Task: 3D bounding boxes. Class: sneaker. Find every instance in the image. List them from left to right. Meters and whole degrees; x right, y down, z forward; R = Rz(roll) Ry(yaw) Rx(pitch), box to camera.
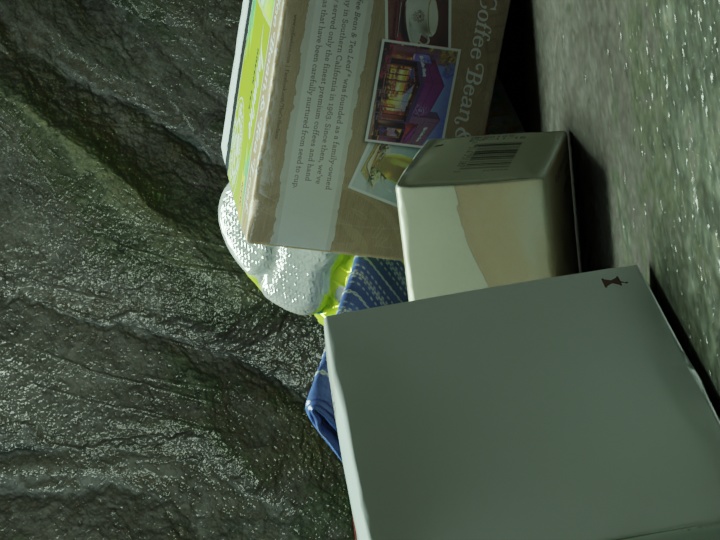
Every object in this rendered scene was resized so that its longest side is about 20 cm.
[{"bbox_3d":[0.000,0.000,1.208,0.076,0.200,0.105,-55,-7,20],"label":"sneaker"}]

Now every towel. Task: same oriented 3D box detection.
[{"bbox_3d":[0.027,0.076,1.041,0.145,0.024,0.200,52,-156,-18],"label":"towel"}]

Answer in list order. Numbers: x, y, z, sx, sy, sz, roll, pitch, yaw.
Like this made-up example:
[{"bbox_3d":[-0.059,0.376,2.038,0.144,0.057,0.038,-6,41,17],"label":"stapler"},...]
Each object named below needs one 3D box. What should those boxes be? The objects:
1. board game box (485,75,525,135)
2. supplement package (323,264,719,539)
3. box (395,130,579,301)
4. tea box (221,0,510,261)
[{"bbox_3d":[0.081,-0.050,1.163,0.200,0.034,0.135,-104,6,-60],"label":"board game box"},{"bbox_3d":[0.075,0.138,0.769,0.192,0.146,0.201,-104,6,-61],"label":"supplement package"},{"bbox_3d":[0.074,0.037,0.949,0.095,0.077,0.201,-59,-37,-66],"label":"box"},{"bbox_3d":[0.000,-0.132,1.099,0.197,0.133,0.201,-115,33,-69],"label":"tea box"}]
